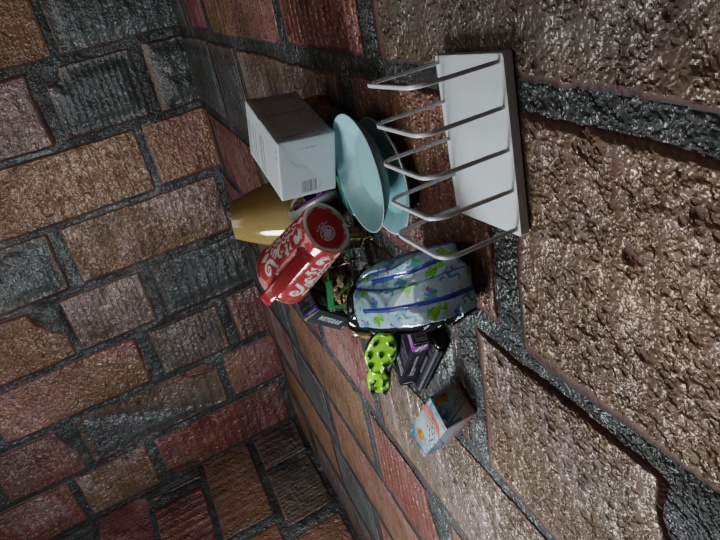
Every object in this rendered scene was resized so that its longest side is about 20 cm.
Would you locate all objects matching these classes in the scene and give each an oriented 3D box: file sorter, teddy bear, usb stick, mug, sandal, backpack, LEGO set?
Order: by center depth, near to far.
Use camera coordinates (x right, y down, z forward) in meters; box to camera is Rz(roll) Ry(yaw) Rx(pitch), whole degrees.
[{"bbox_3d":[0.099,-0.134,0.673,0.138,0.121,0.206,37,144,60],"label":"file sorter"},{"bbox_3d":[0.086,0.033,0.868,0.198,0.158,0.160,18,114,60],"label":"backpack"},{"bbox_3d":[0.128,0.167,1.083,0.202,0.032,0.057,98,155,-58],"label":"usb stick"},{"bbox_3d":[-0.114,-0.018,1.156,0.199,0.130,0.183,-40,40,46],"label":"mug"},{"bbox_3d":[-0.113,-0.148,1.204,0.201,0.081,0.051,-12,107,62],"label":"sandal"},{"bbox_3d":[0.000,0.000,1.208,0.153,0.113,0.207,-26,72,54],"label":"LEGO set"},{"bbox_3d":[0.016,0.114,1.220,0.200,0.077,0.056,-66,-31,-82],"label":"sandal"},{"bbox_3d":[-0.032,0.058,1.413,0.200,0.066,0.147,47,169,51],"label":"teddy bear"}]

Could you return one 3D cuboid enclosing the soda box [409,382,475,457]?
[{"bbox_3d":[0.151,0.285,1.080,0.065,0.067,0.202,60,159,26],"label":"soda box"}]

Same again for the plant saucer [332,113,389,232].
[{"bbox_3d":[0.008,-0.168,0.976,0.204,0.038,0.203,91,154,-51],"label":"plant saucer"}]

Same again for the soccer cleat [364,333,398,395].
[{"bbox_3d":[0.039,0.167,1.136,0.204,0.065,0.083,93,-179,-48],"label":"soccer cleat"}]

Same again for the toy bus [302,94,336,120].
[{"bbox_3d":[-0.099,-0.303,1.193,0.199,0.063,0.081,163,87,-73],"label":"toy bus"}]

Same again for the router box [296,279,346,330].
[{"bbox_3d":[-0.108,0.064,1.491,0.160,0.052,0.199,62,-164,24],"label":"router box"}]

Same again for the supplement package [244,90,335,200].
[{"bbox_3d":[-0.132,-0.237,1.067,0.201,0.110,0.112,-126,29,-45],"label":"supplement package"}]

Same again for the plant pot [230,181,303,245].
[{"bbox_3d":[-0.224,-0.142,1.451,0.186,0.193,0.194,-8,-90,-90],"label":"plant pot"}]

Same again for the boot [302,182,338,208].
[{"bbox_3d":[-0.066,-0.187,1.234,0.166,0.066,0.197,51,156,-26],"label":"boot"}]

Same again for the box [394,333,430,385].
[{"bbox_3d":[0.085,0.114,1.091,0.202,0.035,0.147,96,164,-58],"label":"box"}]

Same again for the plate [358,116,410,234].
[{"bbox_3d":[0.043,-0.162,0.980,0.204,0.025,0.202,91,154,-49],"label":"plate"}]

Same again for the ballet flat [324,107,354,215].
[{"bbox_3d":[-0.031,-0.203,1.095,0.070,0.065,0.207,-150,43,-74],"label":"ballet flat"}]
